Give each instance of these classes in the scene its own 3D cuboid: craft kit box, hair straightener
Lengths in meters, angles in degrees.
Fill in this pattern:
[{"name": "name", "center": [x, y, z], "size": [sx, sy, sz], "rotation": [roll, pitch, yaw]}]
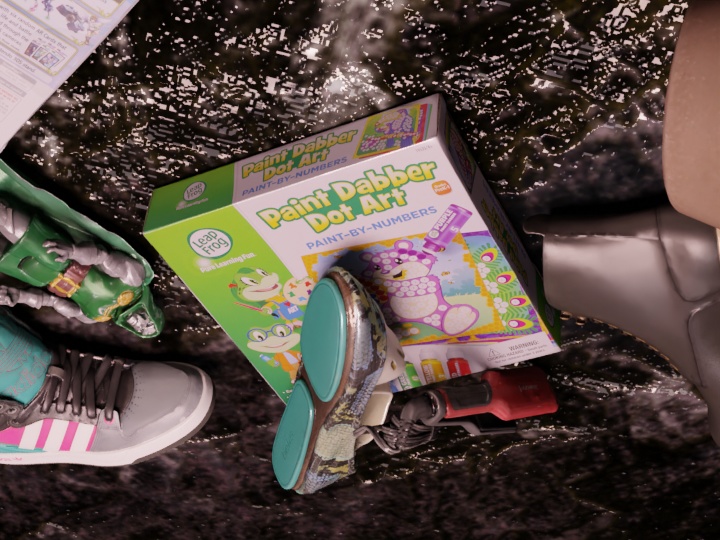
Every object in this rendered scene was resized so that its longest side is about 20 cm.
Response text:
[{"name": "craft kit box", "center": [0.000, 0.000, 0.855], "size": [0.199, 0.049, 0.198], "rotation": [-17, 130, 23]}, {"name": "hair straightener", "center": [0.055, 0.099, 0.871], "size": [0.077, 0.041, 0.200], "rotation": [-32, 168, 28]}]

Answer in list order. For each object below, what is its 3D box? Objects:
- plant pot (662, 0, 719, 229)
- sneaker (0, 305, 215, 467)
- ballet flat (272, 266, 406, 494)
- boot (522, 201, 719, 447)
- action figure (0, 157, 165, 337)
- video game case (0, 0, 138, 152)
[{"name": "plant pot", "center": [0.242, -0.076, 0.656], "size": [0.173, 0.201, 0.201], "rotation": [9, 141, 23]}, {"name": "sneaker", "center": [-0.209, 0.074, 0.934], "size": [0.198, 0.084, 0.121], "rotation": [-9, 145, 18]}, {"name": "ballet flat", "center": [-0.008, 0.067, 0.860], "size": [0.074, 0.075, 0.201], "rotation": [13, 139, -7]}, {"name": "boot", "center": [0.184, 0.036, 0.857], "size": [0.137, 0.078, 0.201], "rotation": [-3, 123, 16]}, {"name": "action figure", "center": [-0.204, -0.011, 0.862], "size": [0.199, 0.055, 0.118], "rotation": [31, 129, -30]}, {"name": "video game case", "center": [-0.225, -0.168, 0.697], "size": [0.199, 0.046, 0.181], "rotation": [33, 132, -26]}]
